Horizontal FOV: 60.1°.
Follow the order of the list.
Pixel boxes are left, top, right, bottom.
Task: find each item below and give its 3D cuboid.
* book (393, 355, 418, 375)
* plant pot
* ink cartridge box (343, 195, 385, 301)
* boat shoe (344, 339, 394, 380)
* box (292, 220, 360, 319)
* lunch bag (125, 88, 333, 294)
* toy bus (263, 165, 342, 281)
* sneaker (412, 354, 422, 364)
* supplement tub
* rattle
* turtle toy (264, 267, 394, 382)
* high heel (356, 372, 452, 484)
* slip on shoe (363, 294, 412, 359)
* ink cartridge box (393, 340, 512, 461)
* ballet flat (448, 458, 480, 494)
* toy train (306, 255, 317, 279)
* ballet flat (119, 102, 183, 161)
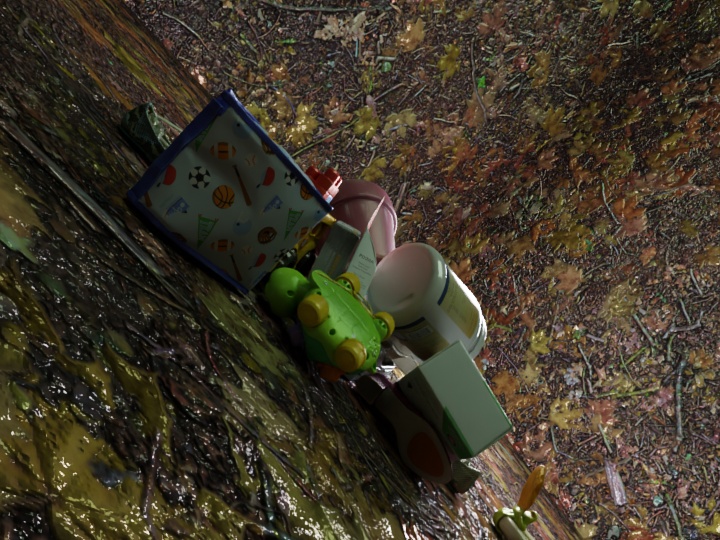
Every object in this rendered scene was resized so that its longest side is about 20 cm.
[{"bbox_3d":[0.045,0.121,1.289,0.134,0.048,0.201,53,1,-34],"label":"book"},{"bbox_3d":[-0.007,-0.051,1.278,0.200,0.197,0.182,44,22,-46],"label":"plant pot"},{"bbox_3d":[0.000,0.000,1.029,0.046,0.203,0.161,27,-26,0],"label":"ink cartridge box"},{"bbox_3d":[0.012,0.137,1.021,0.075,0.086,0.202,50,4,34],"label":"boat shoe"},{"bbox_3d":[-0.054,0.000,1.041,0.048,0.161,0.200,27,5,-3],"label":"box"},{"bbox_3d":[-0.159,-0.098,0.756,0.124,0.170,0.200,47,3,37],"label":"lunch bag"},{"bbox_3d":[-0.109,-0.088,0.963,0.135,0.193,0.200,41,5,9],"label":"toy bus"},{"bbox_3d":[0.112,0.124,1.329,0.203,0.077,0.100,61,-8,17],"label":"sneaker"},{"bbox_3d":[0.115,0.065,1.031,0.200,0.144,0.145,44,5,-41],"label":"supplement tub"},{"bbox_3d":[0.342,0.483,1.106,0.200,0.142,0.131,44,-17,32],"label":"rattle"},{"bbox_3d":[-0.050,0.069,0.860,0.201,0.101,0.145,48,28,6],"label":"turtle toy"},{"bbox_3d":[0.071,0.237,0.947,0.199,0.068,0.096,41,3,20],"label":"high heel"},{"bbox_3d":[0.037,0.108,1.099,0.200,0.060,0.077,44,22,-57],"label":"slip on shoe"},{"bbox_3d":[0.127,0.212,0.959,0.148,0.083,0.200,58,-21,11],"label":"ink cartridge box"},{"bbox_3d":[0.139,0.288,1.086,0.201,0.075,0.068,52,7,34],"label":"ballet flat"},{"bbox_3d":[-0.122,-0.018,1.230,0.151,0.055,0.200,53,1,-16],"label":"toy train"},{"bbox_3d":[-0.264,-0.161,0.913,0.201,0.074,0.074,48,4,-13],"label":"ballet flat"}]
